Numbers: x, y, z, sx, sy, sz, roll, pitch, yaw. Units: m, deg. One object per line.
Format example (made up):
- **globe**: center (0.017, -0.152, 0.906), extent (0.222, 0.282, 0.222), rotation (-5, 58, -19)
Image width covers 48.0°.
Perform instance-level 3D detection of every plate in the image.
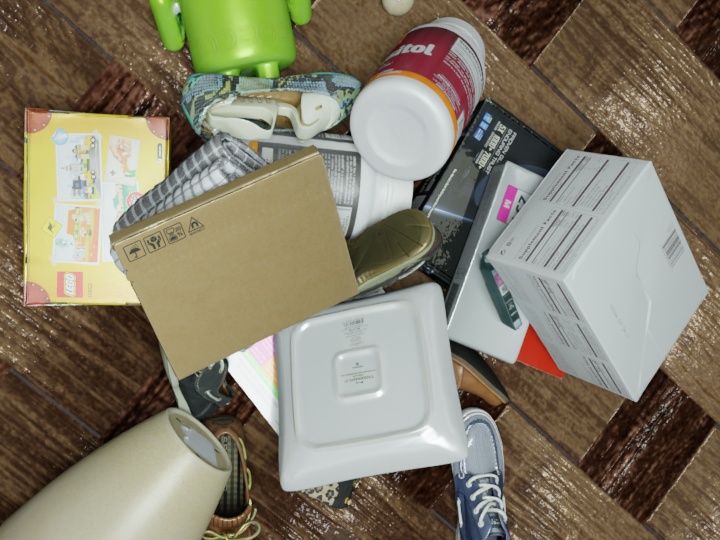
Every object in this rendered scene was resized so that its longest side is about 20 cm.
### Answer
- **plate**: center (0.001, 0.112, 0.842), extent (0.195, 0.032, 0.204), rotation (-12, 59, 10)

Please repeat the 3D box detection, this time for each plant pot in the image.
- **plant pot**: center (-0.230, 0.248, 0.832), extent (0.187, 0.187, 0.200), rotation (44, 91, -10)

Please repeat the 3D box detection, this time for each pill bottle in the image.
- **pill bottle**: center (-0.047, -0.094, 0.896), extent (0.195, 0.116, 0.119), rotation (5, 92, -11)
- **pill bottle**: center (0.071, -0.194, 0.874), extent (0.113, 0.113, 0.201), rotation (42, 42, -11)

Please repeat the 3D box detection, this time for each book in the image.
- **book**: center (-0.059, 0.073, 0.941), extent (0.199, 0.048, 0.134), rotation (-39, 98, -9)

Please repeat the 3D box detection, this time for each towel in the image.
- **towel**: center (-0.126, -0.026, 0.815), extent (0.164, 0.087, 0.199), rotation (-34, 132, 22)

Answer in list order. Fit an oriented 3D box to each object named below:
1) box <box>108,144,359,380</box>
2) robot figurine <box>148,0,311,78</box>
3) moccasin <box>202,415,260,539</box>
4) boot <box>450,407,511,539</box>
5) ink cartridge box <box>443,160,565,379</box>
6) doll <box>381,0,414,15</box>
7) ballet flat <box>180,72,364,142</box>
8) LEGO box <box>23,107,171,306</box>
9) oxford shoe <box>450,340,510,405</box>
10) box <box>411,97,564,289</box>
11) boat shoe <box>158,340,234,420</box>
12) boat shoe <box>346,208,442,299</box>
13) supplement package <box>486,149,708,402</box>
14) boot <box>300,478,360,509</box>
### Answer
- **box**: center (-0.107, -0.003, 0.743), extent (0.197, 0.021, 0.166), rotation (-25, 128, -12)
- **robot figurine**: center (-0.135, -0.279, 0.869), extent (0.172, 0.116, 0.205), rotation (-13, 95, -5)
- **moccasin**: center (-0.151, 0.270, 0.913), extent (0.072, 0.078, 0.206), rotation (4, 97, -14)
- **boot**: center (0.152, 0.273, 0.969), extent (0.071, 0.090, 0.205), rotation (-5, 94, -10)
- **ink cartridge box**: center (0.195, 0.006, 0.901), extent (0.171, 0.044, 0.204), rotation (21, 90, -12)
- **doll**: center (-0.001, -0.383, 0.924), extent (0.136, 0.048, 0.202), rotation (-38, 106, -17)
- **ballet flat**: center (-0.083, -0.160, 0.825), extent (0.195, 0.074, 0.076), rotation (-5, 94, -16)
- **LEGO box**: center (-0.279, -0.065, 0.871), extent (0.145, 0.077, 0.205), rotation (2, 93, -11)
- **oxford shoe**: center (0.098, 0.113, 0.959), extent (0.198, 0.072, 0.072), rotation (35, 105, -25)
- **box**: center (0.149, -0.069, 0.952), extent (0.162, 0.086, 0.202), rotation (33, 87, -12)
- **boat shoe**: center (-0.175, 0.096, 0.855), extent (0.066, 0.202, 0.073), rotation (-16, 58, -11)
- **boat shoe**: center (0.000, -0.001, 0.878), extent (0.198, 0.066, 0.073), rotation (-25, 61, 24)
- **supplement package**: center (0.253, 0.004, 0.848), extent (0.156, 0.110, 0.201), rotation (-50, 126, -15)
- **boot**: center (0.012, 0.200, 0.940), extent (0.198, 0.073, 0.152), rotation (26, 98, -36)
